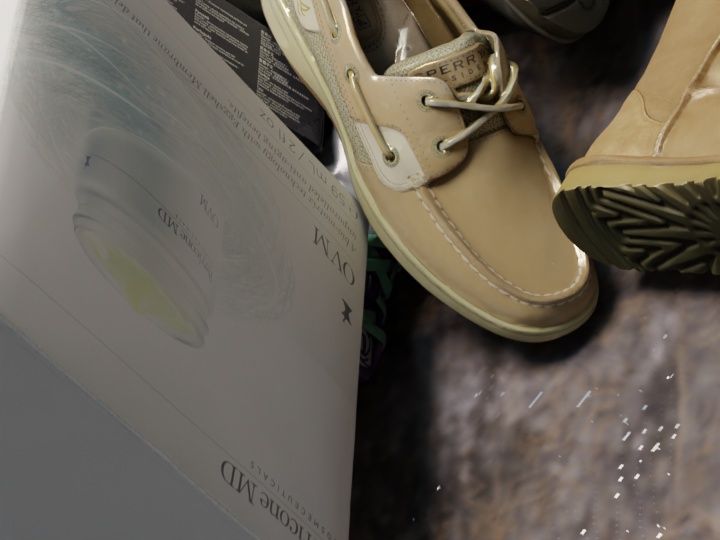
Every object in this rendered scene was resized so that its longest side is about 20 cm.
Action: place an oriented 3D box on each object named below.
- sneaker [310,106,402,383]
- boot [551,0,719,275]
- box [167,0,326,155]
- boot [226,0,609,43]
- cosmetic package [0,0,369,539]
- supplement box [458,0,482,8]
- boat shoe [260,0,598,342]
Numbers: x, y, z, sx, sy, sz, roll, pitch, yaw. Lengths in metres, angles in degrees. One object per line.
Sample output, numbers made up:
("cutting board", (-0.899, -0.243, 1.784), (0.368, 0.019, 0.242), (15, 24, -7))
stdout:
("sneaker", (0.000, 0.000, 0.984), (0.200, 0.074, 0.087), (-55, 46, 4))
("boot", (0.176, -0.089, 0.884), (0.175, 0.066, 0.200), (9, 57, 39))
("box", (-0.138, -0.077, 0.962), (0.161, 0.200, 0.049), (-25, 48, 39))
("boot", (-0.008, -0.137, 1.028), (0.200, 0.182, 0.073), (-35, 8, 49))
("cosmetic package", (-0.102, 0.013, 0.845), (0.123, 0.199, 0.201), (-23, 41, 27))
("supplement box", (0.045, -0.174, 1.056), (0.199, 0.109, 0.061), (-6, 17, 42))
("boat shoe", (0.029, -0.063, 0.924), (0.072, 0.065, 0.201), (-24, 71, -25))
